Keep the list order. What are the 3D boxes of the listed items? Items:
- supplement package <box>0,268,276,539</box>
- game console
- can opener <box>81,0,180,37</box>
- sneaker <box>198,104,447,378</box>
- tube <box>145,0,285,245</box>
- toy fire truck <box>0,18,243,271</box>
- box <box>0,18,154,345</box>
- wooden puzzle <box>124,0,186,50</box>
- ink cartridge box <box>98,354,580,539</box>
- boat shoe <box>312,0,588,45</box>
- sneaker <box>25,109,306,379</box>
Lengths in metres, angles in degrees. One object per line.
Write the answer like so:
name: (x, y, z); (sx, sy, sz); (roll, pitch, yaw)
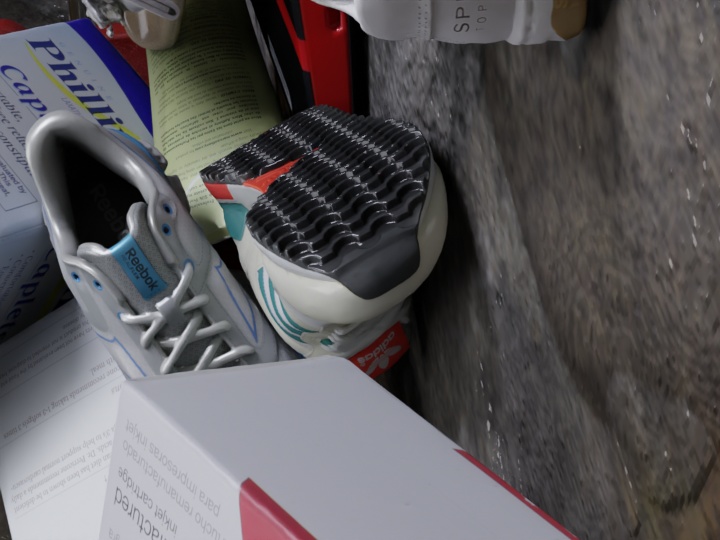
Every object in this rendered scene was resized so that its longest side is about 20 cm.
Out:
supplement package: (-0.072, 0.112, 0.850); (0.117, 0.117, 0.201); (-29, 68, 32)
game console: (-0.031, -0.147, 0.824); (0.200, 0.031, 0.178); (-109, 8, -50)
can opener: (-0.109, -0.138, 0.805); (0.067, 0.052, 0.200); (-63, 21, 3)
sneaker: (0.000, 0.000, 0.699); (0.094, 0.070, 0.200); (62, 172, -17)
tube: (-0.070, -0.081, 0.902); (0.058, 0.052, 0.201); (-55, 32, 30)
toy fire truck: (-0.133, -0.041, 1.035); (0.112, 0.167, 0.201); (-95, 1, -63)
box: (-0.195, -0.004, 0.897); (0.105, 0.200, 0.184); (47, 122, 11)
wooden puzzle: (-0.082, -0.204, 0.822); (0.200, 0.046, 0.186); (155, 105, -76)
ink cartridge box: (-0.017, 0.147, 0.561); (0.147, 0.083, 0.201); (34, 120, 47)
boat shoe: (0.002, -0.105, 0.527); (0.200, 0.069, 0.071); (-123, 24, -69)
sneaker: (-0.075, 0.019, 0.752); (0.200, 0.075, 0.087); (52, 178, 17)
